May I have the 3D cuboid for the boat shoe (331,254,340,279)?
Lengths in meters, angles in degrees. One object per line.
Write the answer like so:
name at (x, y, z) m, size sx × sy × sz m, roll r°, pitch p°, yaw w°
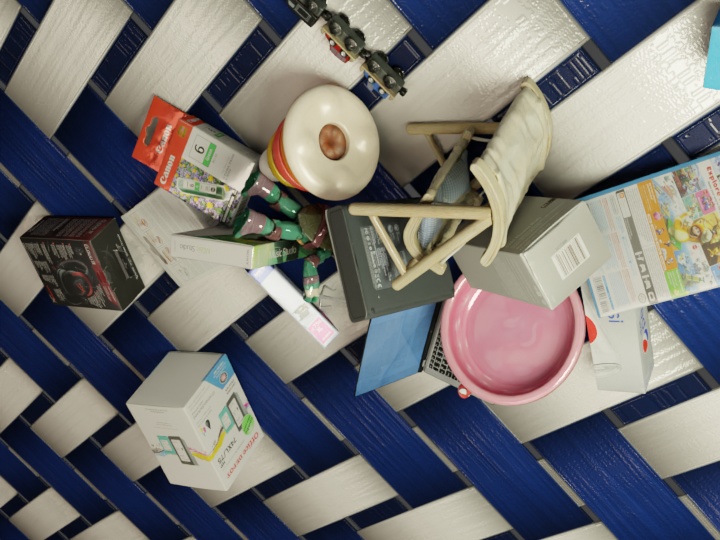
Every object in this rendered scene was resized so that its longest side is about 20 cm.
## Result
boat shoe at (0.000, 0.000, 1.323) m, size 0.199 × 0.067 × 0.073 m, roll 34°, pitch 155°, yaw 42°

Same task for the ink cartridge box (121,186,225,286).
ink cartridge box at (-0.290, -0.064, 1.528) m, size 0.161 × 0.047 × 0.199 m, roll 51°, pitch 145°, yaw -14°

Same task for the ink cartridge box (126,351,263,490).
ink cartridge box at (-0.299, 0.274, 1.722) m, size 0.143 × 0.147 × 0.203 m, roll -1°, pitch 125°, yaw 31°

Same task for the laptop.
laptop at (0.112, 0.129, 1.368) m, size 0.197 × 0.116 × 0.190 m, roll 24°, pitch 135°, yaw 13°

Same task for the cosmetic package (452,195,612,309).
cosmetic package at (0.197, -0.028, 1.136) m, size 0.091 × 0.106 × 0.199 m, roll 56°, pitch 164°, yaw -21°

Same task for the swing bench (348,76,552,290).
swing bench at (0.124, -0.101, 1.116) m, size 0.197 × 0.200 × 0.131 m, roll -15°, pitch 117°, yaw 39°

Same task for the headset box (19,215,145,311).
headset box at (-0.481, -0.013, 1.656) m, size 0.196 × 0.075 × 0.151 m, roll 3°, pitch 126°, yaw 30°

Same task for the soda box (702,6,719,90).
soda box at (0.446, -0.209, 0.922) m, size 0.196 × 0.064 × 0.069 m, roll 13°, pitch 131°, yaw 23°

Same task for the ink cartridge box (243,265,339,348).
ink cartridge box at (-0.120, 0.028, 1.428) m, size 0.200 × 0.042 × 0.119 m, roll 43°, pitch 178°, yaw -16°

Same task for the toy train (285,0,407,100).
toy train at (-0.020, -0.285, 1.176) m, size 0.200 × 0.034 × 0.046 m, roll 43°, pitch 139°, yaw -5°

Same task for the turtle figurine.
turtle figurine at (-0.071, -0.047, 1.257) m, size 0.198 × 0.151 × 0.101 m, roll 30°, pitch 123°, yaw -26°

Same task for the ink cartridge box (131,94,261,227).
ink cartridge box at (-0.248, -0.162, 1.380) m, size 0.197 × 0.050 × 0.110 m, roll 30°, pitch 110°, yaw 7°

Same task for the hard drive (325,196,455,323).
hard drive at (0.044, -0.019, 1.202) m, size 0.032 × 0.198 × 0.143 m, roll -16°, pitch 86°, yaw 40°

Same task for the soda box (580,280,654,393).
soda box at (0.331, 0.061, 1.212) m, size 0.067 × 0.064 × 0.203 m, roll 2°, pitch 126°, yaw 29°

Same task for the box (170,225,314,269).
box at (-0.157, -0.039, 1.349) m, size 0.141 × 0.199 × 0.037 m, roll 8°, pitch 103°, yaw 26°

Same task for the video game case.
video game case at (0.350, -0.039, 1.092) m, size 0.197 × 0.018 × 0.146 m, roll -18°, pitch 88°, yaw 32°

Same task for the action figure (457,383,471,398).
action figure at (0.207, 0.129, 1.331) m, size 0.065 × 0.053 × 0.199 m, roll 25°, pitch 135°, yaw -29°

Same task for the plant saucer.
plant saucer at (0.204, 0.077, 1.250) m, size 0.197 × 0.205 × 0.051 m, roll 5°, pitch 171°, yaw 29°

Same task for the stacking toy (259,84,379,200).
stacking toy at (-0.078, -0.160, 1.275) m, size 0.147 × 0.146 × 0.199 m, roll 54°, pitch 152°, yaw -18°
